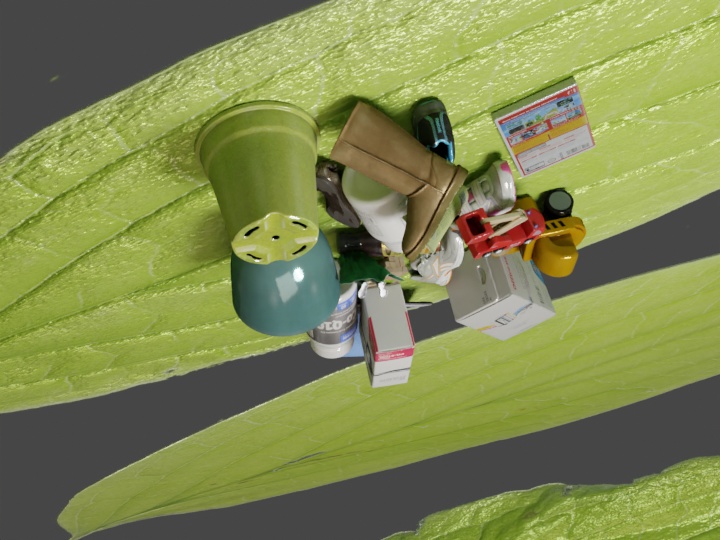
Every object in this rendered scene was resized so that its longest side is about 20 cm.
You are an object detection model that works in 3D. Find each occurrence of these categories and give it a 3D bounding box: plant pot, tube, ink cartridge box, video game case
[{"bbox_3d":[-0.142,-0.119,1.200,0.199,0.185,0.201,-10,151,-6],"label":"plant pot"},{"bbox_3d":[0.130,-0.097,1.348,0.058,0.200,0.052,13,120,19],"label":"tube"},{"bbox_3d":[0.051,0.138,1.636,0.084,0.145,0.200,-9,152,-7],"label":"ink cartridge box"},{"bbox_3d":[-0.137,-0.012,1.393,0.199,0.201,0.161,-10,139,-7],"label":"plant pot"},{"bbox_3d":[0.319,-0.240,1.360,0.142,0.018,0.200,-22,150,15],"label":"video game case"},{"bbox_3d":[0.297,0.042,1.713,0.144,0.148,0.200,-31,147,29],"label":"ink cartridge box"}]

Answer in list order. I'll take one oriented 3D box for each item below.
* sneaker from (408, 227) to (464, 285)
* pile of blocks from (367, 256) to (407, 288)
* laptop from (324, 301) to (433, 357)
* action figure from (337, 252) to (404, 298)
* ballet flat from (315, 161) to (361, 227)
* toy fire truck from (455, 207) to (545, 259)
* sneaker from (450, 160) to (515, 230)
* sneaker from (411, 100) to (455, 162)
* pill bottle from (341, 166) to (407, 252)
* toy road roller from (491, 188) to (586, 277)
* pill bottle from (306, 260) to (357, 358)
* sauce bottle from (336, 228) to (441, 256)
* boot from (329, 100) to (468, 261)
[{"bbox_3d":[0.149,-0.028,1.606,0.091,0.076,0.200,-2,148,-12],"label":"sneaker"},{"bbox_3d":[0.039,0.007,1.614,0.082,0.062,0.200,-9,162,-9],"label":"pile of blocks"},{"bbox_3d":[0.038,0.135,1.786,0.186,0.117,0.200,0,173,-25],"label":"laptop"},{"bbox_3d":[0.000,0.000,1.497,0.117,0.200,0.055,1,108,-14],"label":"action figure"},{"bbox_3d":[-0.039,-0.131,1.370,0.067,0.047,0.200,13,161,23],"label":"ballet flat"},{"bbox_3d":[0.254,-0.077,1.415,0.199,0.049,0.141,-17,163,-18],"label":"toy fire truck"},{"bbox_3d":[0.217,-0.126,1.450,0.088,0.082,0.200,-4,149,-20],"label":"sneaker"},{"bbox_3d":[0.118,-0.187,1.300,0.073,0.082,0.200,-16,152,1],"label":"sneaker"},{"bbox_3d":[0.050,-0.114,1.365,0.114,0.115,0.200,-19,150,10],"label":"pill bottle"},{"bbox_3d":[0.345,-0.059,1.556,0.199,0.147,0.123,-12,151,-3],"label":"toy road roller"},{"bbox_3d":[-0.062,0.084,1.627,0.113,0.114,0.201,-10,138,-7],"label":"pill bottle"},{"bbox_3d":[0.054,-0.057,1.516,0.199,0.066,0.066,-7,150,-11],"label":"sauce bottle"},{"bbox_3d":[0.042,-0.136,1.222,0.199,0.066,0.176,29,97,-4],"label":"boot"}]
